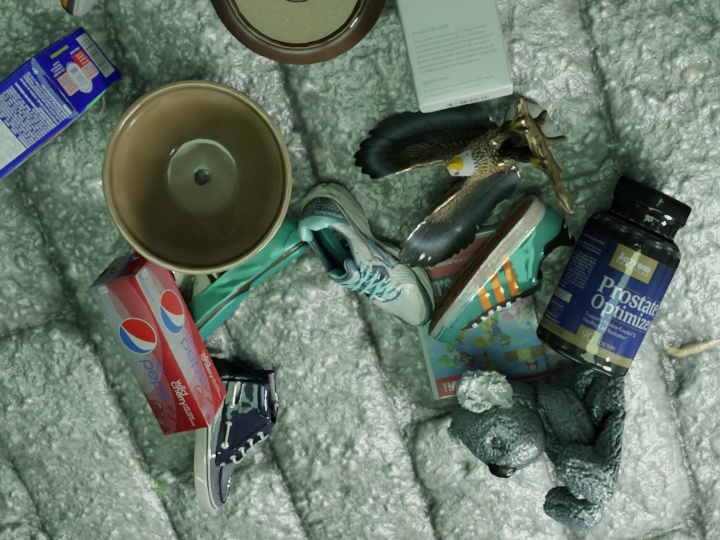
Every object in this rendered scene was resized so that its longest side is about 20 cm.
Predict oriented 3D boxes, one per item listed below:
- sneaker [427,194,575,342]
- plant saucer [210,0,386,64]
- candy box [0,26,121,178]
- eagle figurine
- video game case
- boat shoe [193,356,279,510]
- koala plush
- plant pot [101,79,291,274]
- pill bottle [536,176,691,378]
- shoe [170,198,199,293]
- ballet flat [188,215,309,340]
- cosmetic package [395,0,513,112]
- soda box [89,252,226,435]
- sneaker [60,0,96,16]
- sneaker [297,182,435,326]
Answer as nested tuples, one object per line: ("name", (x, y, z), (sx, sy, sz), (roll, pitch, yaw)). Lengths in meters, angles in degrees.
("sneaker", (0.158, 0.015, 1.330), (0.080, 0.071, 0.200), (37, 108, -9))
("plant saucer", (-0.066, -0.309, 1.233), (0.197, 0.035, 0.203), (1, 114, 2))
("candy box", (-0.362, -0.152, 1.237), (0.199, 0.169, 0.077), (-33, 106, 16))
("eagle figurine", (0.110, -0.110, 1.269), (0.199, 0.153, 0.150), (-23, 144, 34))
("video game case", (0.134, 0.049, 1.394), (0.141, 0.017, 0.202), (-12, 113, 6))
("boat shoe", (-0.148, 0.204, 1.439), (0.091, 0.075, 0.202), (6, 114, 7))
("koala plush", (0.197, 0.180, 1.378), (0.197, 0.186, 0.178), (10, 154, 8))
("plant pot", (-0.173, -0.099, 1.281), (0.198, 0.093, 0.204), (0, 94, -5))
("pill bottle", (0.281, 0.006, 1.305), (0.111, 0.112, 0.202), (23, 97, -9))
("shoe", (-0.229, 0.008, 1.367), (0.069, 0.054, 0.201), (23, 113, -9))
("ballet flat", (-0.146, 0.003, 1.365), (0.200, 0.067, 0.071), (-41, 83, 17))
("cosmetic package", (0.086, -0.268, 1.193), (0.100, 0.074, 0.203), (-10, 92, 7))
("soda box", (-0.222, 0.081, 1.328), (0.063, 0.070, 0.202), (-13, 114, 22))
("sneaker", (-0.299, -0.366, 1.200), (0.111, 0.078, 0.202), (16, 103, -1))
("sneaker", (0.000, 0.000, 1.330), (0.200, 0.087, 0.077), (44, 123, -11))
